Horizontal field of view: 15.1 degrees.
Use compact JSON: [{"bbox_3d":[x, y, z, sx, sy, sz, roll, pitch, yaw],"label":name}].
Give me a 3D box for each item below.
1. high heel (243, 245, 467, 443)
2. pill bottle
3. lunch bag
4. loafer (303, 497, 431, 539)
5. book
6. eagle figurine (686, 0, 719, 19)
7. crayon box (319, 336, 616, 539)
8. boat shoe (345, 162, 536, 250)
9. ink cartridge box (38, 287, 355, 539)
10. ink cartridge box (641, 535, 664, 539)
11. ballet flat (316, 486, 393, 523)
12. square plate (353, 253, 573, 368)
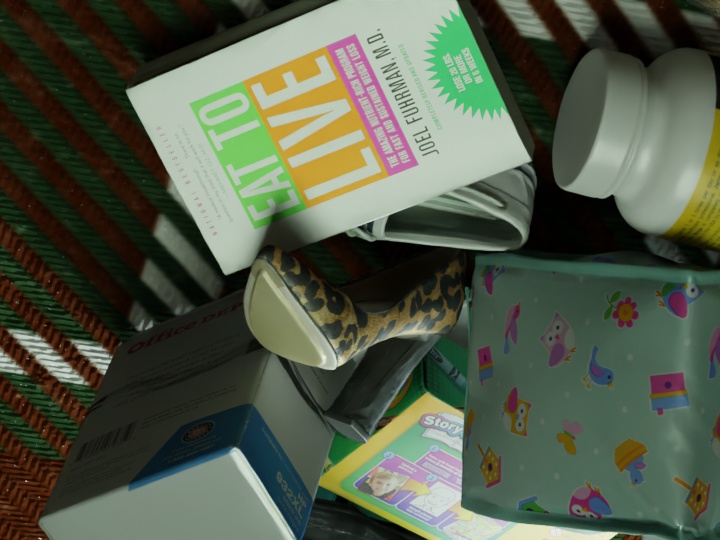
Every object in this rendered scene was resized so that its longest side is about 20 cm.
[{"bbox_3d":[0.000,0.000,1.646,0.071,0.143,0.200,22,159,31],"label":"high heel"},{"bbox_3d":[0.219,-0.066,1.593,0.200,0.113,0.113,13,135,-15],"label":"pill bottle"},{"bbox_3d":[0.144,0.073,1.637,0.200,0.171,0.122,4,-177,43],"label":"lunch bag"},{"bbox_3d":[-0.010,0.196,1.803,0.200,0.071,0.068,19,155,-37],"label":"loafer"},{"bbox_3d":[-0.016,-0.091,1.580,0.200,0.048,0.134,-21,108,17],"label":"book"},{"bbox_3d":[0.258,-0.161,1.488,0.200,0.151,0.152,-6,148,-9],"label":"eagle figurine"},{"bbox_3d":[0.080,0.127,1.798,0.200,0.058,0.119,29,129,-28],"label":"crayon box"},{"bbox_3d":[0.009,-0.053,1.639,0.200,0.067,0.074,3,137,-4],"label":"boat shoe"},{"bbox_3d":[-0.097,0.105,1.698,0.145,0.200,0.084,-22,115,23],"label":"ink cartridge box"},{"bbox_3d":[0.253,0.150,1.666,0.086,0.147,0.200,-3,102,-43],"label":"ink cartridge box"},{"bbox_3d":[-0.028,0.152,1.866,0.069,0.070,0.200,-28,132,27],"label":"ballet flat"},{"bbox_3d":[0.102,0.075,1.805,0.198,0.028,0.200,-25,132,24],"label":"square plate"}]
